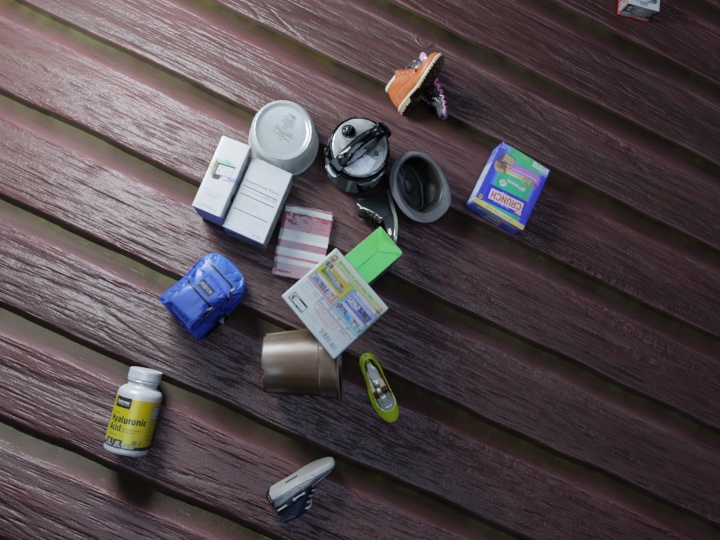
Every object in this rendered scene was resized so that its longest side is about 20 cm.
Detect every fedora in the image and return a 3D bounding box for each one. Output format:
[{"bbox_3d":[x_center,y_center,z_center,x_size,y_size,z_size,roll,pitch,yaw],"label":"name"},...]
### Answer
[{"bbox_3d":[0.153,-0.229,1.535,0.177,0.090,0.201,-44,104,-17],"label":"fedora"}]

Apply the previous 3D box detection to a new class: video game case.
[{"bbox_3d":[-0.061,0.079,1.330,0.181,0.022,0.201,-41,82,-10],"label":"video game case"}]

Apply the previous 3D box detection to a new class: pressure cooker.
[{"bbox_3d":[-0.011,-0.313,1.476,0.175,0.200,0.180,9,82,-7],"label":"pressure cooker"}]

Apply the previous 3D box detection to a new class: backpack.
[{"bbox_3d":[-0.389,0.061,1.405,0.200,0.168,0.163,-44,97,-13],"label":"backpack"}]

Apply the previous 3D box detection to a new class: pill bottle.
[{"bbox_3d":[-0.564,0.351,1.375,0.109,0.111,0.204,13,81,-5],"label":"pill bottle"}]

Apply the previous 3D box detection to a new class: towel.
[{"bbox_3d":[-0.160,-0.075,1.521,0.141,0.023,0.204,11,81,-4],"label":"towel"}]

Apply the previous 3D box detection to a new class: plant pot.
[{"bbox_3d":[-0.148,0.234,1.410,0.194,0.200,0.205,-1,83,1],"label":"plant pot"}]

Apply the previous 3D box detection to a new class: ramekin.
[{"bbox_3d":[-0.212,-0.367,1.505,0.196,0.105,0.205,1,83,-7],"label":"ramekin"}]

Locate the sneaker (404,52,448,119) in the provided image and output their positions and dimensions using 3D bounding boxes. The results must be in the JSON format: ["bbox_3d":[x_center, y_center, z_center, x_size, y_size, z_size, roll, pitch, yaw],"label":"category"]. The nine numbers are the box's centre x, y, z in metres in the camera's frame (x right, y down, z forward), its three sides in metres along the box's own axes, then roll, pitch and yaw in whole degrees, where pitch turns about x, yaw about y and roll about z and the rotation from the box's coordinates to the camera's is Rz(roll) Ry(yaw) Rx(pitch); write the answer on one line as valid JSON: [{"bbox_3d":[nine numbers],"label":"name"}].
[{"bbox_3d":[0.192,-0.526,1.601,0.094,0.079,0.203,-24,87,15],"label":"sneaker"}]

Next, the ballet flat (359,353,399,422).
[{"bbox_3d":[0.050,0.320,1.478,0.066,0.067,0.203,-23,87,-10],"label":"ballet flat"}]

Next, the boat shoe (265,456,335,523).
[{"bbox_3d":[-0.141,0.573,1.429,0.197,0.075,0.094,-27,94,-2],"label":"boat shoe"}]

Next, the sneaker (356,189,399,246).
[{"bbox_3d":[0.048,-0.135,1.506,0.104,0.076,0.203,-8,49,0],"label":"sneaker"}]

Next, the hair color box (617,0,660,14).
[{"bbox_3d":[0.884,-0.906,1.727,0.109,0.064,0.204,10,81,-7],"label":"hair color box"}]

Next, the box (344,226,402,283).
[{"bbox_3d":[0.000,0.000,1.453,0.199,0.177,0.097,-40,87,-9],"label":"box"}]

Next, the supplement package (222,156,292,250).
[{"bbox_3d":[-0.273,-0.176,1.466,0.118,0.121,0.203,22,81,-5],"label":"supplement package"}]

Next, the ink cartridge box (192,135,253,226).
[{"bbox_3d":[-0.359,-0.231,1.450,0.083,0.145,0.203,22,81,-4],"label":"ink cartridge box"}]

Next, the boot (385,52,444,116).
[{"bbox_3d":[0.149,-0.549,1.544,0.108,0.200,0.075,54,37,12],"label":"boot"}]

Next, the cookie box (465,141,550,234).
[{"bbox_3d":[0.428,-0.237,1.586,0.169,0.075,0.203,28,82,-4],"label":"cookie box"}]
